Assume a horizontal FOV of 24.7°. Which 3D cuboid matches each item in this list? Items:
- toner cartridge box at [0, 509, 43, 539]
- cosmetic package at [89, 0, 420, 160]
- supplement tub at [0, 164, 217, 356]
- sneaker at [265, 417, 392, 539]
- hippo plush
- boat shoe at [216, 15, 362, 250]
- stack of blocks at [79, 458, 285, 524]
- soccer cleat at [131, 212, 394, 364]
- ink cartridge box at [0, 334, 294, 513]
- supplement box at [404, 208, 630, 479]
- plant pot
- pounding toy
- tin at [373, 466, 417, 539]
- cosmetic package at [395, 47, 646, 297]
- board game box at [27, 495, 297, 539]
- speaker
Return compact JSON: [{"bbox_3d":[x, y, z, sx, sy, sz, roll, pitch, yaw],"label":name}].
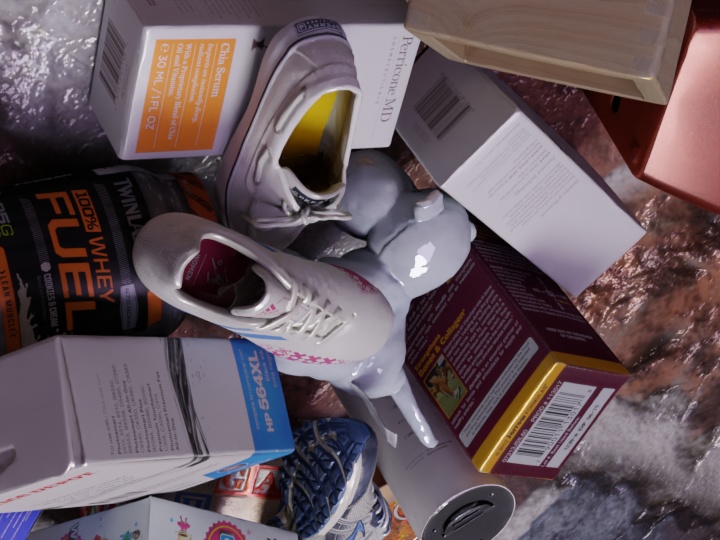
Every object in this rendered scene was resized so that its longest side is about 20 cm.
[{"bbox_3d":[-0.250,0.125,1.100,0.043,0.201,0.095,-28,114,37],"label":"toner cartridge box"},{"bbox_3d":[-0.068,-0.136,1.080,0.199,0.071,0.102,-6,131,-28],"label":"cosmetic package"},{"bbox_3d":[-0.197,-0.001,1.085,0.199,0.123,0.123,-13,134,-22],"label":"supplement tub"},{"bbox_3d":[-0.015,0.172,1.236,0.085,0.077,0.201,-9,144,-27],"label":"sneaker"},{"bbox_3d":[0.000,0.000,1.172,0.161,0.200,0.159,-53,157,9],"label":"hippo plush"},{"bbox_3d":[-0.036,-0.060,1.047,0.074,0.086,0.203,-5,143,-26],"label":"boat shoe"},{"bbox_3d":[-0.108,0.161,1.288,0.198,0.059,0.116,9,111,-22],"label":"stack of blocks"},{"bbox_3d":[-0.053,0.022,1.045,0.199,0.086,0.070,20,94,-31],"label":"soccer cleat"},{"bbox_3d":[-0.163,0.099,1.054,0.145,0.085,0.199,-20,165,33],"label":"ink cartridge box"},{"bbox_3d":[0.099,0.050,1.255,0.085,0.200,0.111,12,122,-40],"label":"supplement box"},{"bbox_3d":[0.275,-0.154,1.199,0.175,0.200,0.201,2,128,-18],"label":"plant pot"},{"bbox_3d":[0.107,-0.201,1.028,0.184,0.198,0.143,-1,104,-77],"label":"pounding toy"},{"bbox_3d":[-0.007,0.242,1.486,0.200,0.042,0.112,-41,141,7],"label":"tin"},{"bbox_3d":[0.115,-0.075,1.220,0.081,0.113,0.200,-44,138,12],"label":"cosmetic package"},{"bbox_3d":[-0.165,0.229,1.211,0.199,0.065,0.147,-20,150,39],"label":"board game box"},{"bbox_3d":[0.043,0.127,1.290,0.081,0.200,0.082,-16,135,-17],"label":"speaker"}]
